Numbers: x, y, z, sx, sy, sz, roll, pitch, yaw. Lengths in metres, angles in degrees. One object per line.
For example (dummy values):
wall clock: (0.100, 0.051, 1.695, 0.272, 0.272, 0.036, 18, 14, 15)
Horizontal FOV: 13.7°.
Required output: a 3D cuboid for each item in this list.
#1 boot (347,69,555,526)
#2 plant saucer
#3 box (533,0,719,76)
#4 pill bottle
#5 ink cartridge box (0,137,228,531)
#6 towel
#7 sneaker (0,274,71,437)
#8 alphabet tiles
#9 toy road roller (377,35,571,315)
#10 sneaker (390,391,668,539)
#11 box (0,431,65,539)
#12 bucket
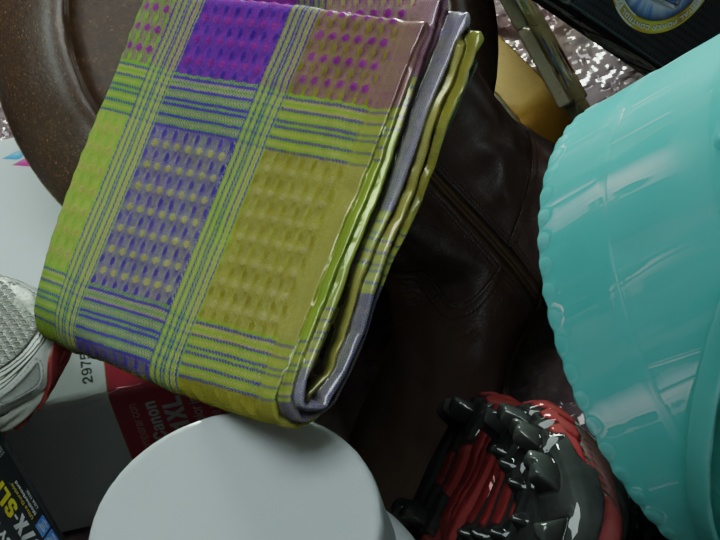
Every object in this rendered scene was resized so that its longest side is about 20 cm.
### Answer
boot: (0.000, 0.000, 1.088, 0.064, 0.200, 0.187, 20, 77, 35)
plant saucer: (-0.041, -0.094, 1.145, 0.200, 0.034, 0.201, 2, 79, -11)
box: (0.156, -0.141, 1.147, 0.044, 0.200, 0.161, 26, 88, 46)
pill bottle: (-0.022, 0.142, 0.998, 0.113, 0.200, 0.113, -7, 50, 8)
ink cartridge box: (-0.148, 0.029, 1.193, 0.199, 0.083, 0.146, -13, 51, 3)
towel: (-0.041, -0.027, 0.997, 0.200, 0.023, 0.144, 12, 79, 57)
sneaker: (-0.200, 0.016, 1.109, 0.199, 0.082, 0.078, 8, 56, 18)
alphabet tiles: (0.053, -0.125, 1.187, 0.006, 0.166, 0.200, -29, 91, 7)
toy road roller: (-0.012, -0.092, 1.215, 0.123, 0.146, 0.200, -32, 52, -12)
sneaker: (0.072, 0.089, 1.018, 0.098, 0.200, 0.071, 26, 88, -6)
box: (-0.220, 0.055, 1.077, 0.159, 0.200, 0.049, -17, 22, 28)
bucket: (0.163, 0.003, 0.979, 0.135, 0.207, 0.208, -25, 42, 35)
